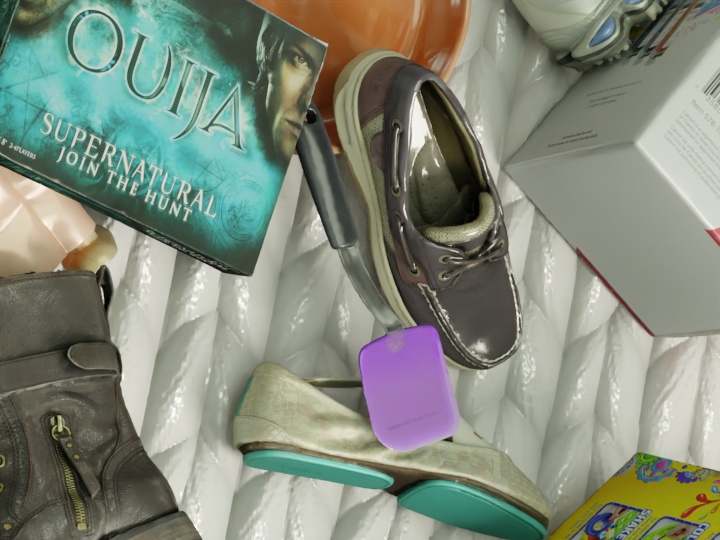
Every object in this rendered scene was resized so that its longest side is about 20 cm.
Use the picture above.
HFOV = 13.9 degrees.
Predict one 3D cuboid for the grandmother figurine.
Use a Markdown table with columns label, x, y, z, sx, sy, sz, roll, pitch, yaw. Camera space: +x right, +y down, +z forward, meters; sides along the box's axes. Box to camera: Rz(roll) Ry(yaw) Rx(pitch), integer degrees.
| label | x | y | z | sx | sy | sz | roll | pitch | yaw |
| --- | --- | --- | --- | --- | --- | --- | --- | --- | --- |
| grandmother figurine | -0.207 | -0.066 | 1.493 | 0.121 | 0.061 | 0.200 | -48 | 119 | -29 |

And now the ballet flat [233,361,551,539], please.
| label | x | y | z | sx | sy | sz | roll | pitch | yaw |
| --- | --- | --- | --- | --- | --- | --- | --- | --- | --- |
| ballet flat | 0.025 | 0.096 | 1.620 | 0.200 | 0.067 | 0.062 | 18 | 68 | -25 |

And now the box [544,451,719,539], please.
| label | x | y | z | sx | sy | sz | roll | pitch | yaw |
| --- | --- | --- | --- | --- | --- | --- | --- | --- | --- |
| box | 0.214 | 0.224 | 1.614 | 0.122 | 0.192 | 0.200 | -41 | 116 | -24 |

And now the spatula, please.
| label | x | y | z | sx | sy | sz | roll | pitch | yaw |
| --- | --- | --- | --- | --- | --- | --- | --- | --- | --- |
| spatula | 0.000 | 0.000 | 1.592 | 0.056 | 0.021 | 0.200 | -19 | 83 | -32 |

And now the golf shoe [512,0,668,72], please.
| label | x | y | z | sx | sy | sz | roll | pitch | yaw |
| --- | --- | --- | --- | --- | --- | --- | --- | --- | --- |
| golf shoe | 0.158 | -0.213 | 1.709 | 0.097 | 0.078 | 0.200 | 43 | 67 | -11 |

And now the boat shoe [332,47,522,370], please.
| label | x | y | z | sx | sy | sz | roll | pitch | yaw |
| --- | --- | --- | --- | --- | --- | --- | --- | --- | --- |
| boat shoe | 0.045 | -0.027 | 1.620 | 0.072 | 0.065 | 0.200 | -30 | 115 | -23 |

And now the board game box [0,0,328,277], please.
| label | x | y | z | sx | sy | sz | roll | pitch | yaw |
| --- | --- | --- | --- | --- | --- | --- | --- | --- | --- |
| board game box | -0.111 | -0.093 | 1.517 | 0.200 | 0.028 | 0.136 | 26 | 78 | -42 |

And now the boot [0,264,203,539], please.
| label | x | y | z | sx | sy | sz | roll | pitch | yaw |
| --- | --- | --- | --- | --- | --- | --- | --- | --- | --- |
| boot | -0.182 | 0.089 | 1.442 | 0.200 | 0.069 | 0.174 | -16 | 73 | -36 |

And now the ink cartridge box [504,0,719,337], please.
| label | x | y | z | sx | sy | sz | roll | pitch | yaw |
| --- | --- | --- | --- | --- | --- | --- | --- | --- | --- |
| ink cartridge box | 0.217 | -0.084 | 1.686 | 0.145 | 0.145 | 0.200 | 48 | 68 | -16 |

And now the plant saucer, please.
| label | x | y | z | sx | sy | sz | roll | pitch | yaw |
| --- | --- | --- | --- | --- | --- | --- | --- | --- | --- |
| plant saucer | -0.032 | -0.163 | 1.628 | 0.200 | 0.032 | 0.201 | 2 | 86 | -27 |
